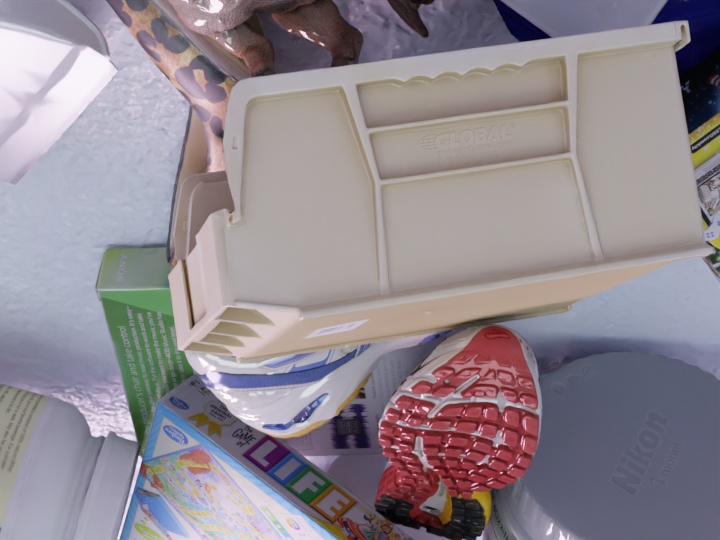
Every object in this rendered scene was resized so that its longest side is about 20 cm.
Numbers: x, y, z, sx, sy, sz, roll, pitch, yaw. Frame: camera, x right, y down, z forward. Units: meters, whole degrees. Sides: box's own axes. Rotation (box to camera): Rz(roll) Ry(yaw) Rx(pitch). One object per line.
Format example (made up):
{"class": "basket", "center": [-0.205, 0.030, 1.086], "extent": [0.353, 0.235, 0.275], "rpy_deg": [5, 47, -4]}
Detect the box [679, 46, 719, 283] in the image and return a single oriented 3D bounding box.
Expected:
{"class": "box", "center": [0.231, -0.074, 0.862], "extent": [0.199, 0.038, 0.137], "rpy_deg": [-36, 130, 8]}

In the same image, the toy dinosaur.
{"class": "toy dinosaur", "center": [-0.047, -0.147, 0.824], "extent": [0.199, 0.136, 0.086], "rpy_deg": [-6, 141, -40]}

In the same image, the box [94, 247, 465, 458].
{"class": "box", "center": [-0.038, 0.046, 1.056], "extent": [0.198, 0.037, 0.145], "rpy_deg": [-2, 135, 4]}

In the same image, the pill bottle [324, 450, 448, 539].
{"class": "pill bottle", "center": [-0.029, 0.199, 1.151], "extent": [0.112, 0.113, 0.200], "rpy_deg": [22, 132, -17]}

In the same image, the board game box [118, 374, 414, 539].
{"class": "board game box", "center": [-0.042, 0.167, 1.044], "extent": [0.199, 0.034, 0.135], "rpy_deg": [35, 130, 18]}

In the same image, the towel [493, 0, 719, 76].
{"class": "towel", "center": [0.135, -0.126, 0.862], "extent": [0.146, 0.050, 0.201], "rpy_deg": [-17, 131, 18]}

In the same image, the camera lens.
{"class": "camera lens", "center": [0.147, 0.166, 1.072], "extent": [0.158, 0.161, 0.201], "rpy_deg": [4, 135, 0]}

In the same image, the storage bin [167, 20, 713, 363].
{"class": "storage bin", "center": [0.022, -0.025, 0.807], "extent": [0.196, 0.095, 0.200], "rpy_deg": [-8, 174, -12]}

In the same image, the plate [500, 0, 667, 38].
{"class": "plate", "center": [0.077, -0.212, 0.757], "extent": [0.199, 0.032, 0.200], "rpy_deg": [33, 123, -4]}

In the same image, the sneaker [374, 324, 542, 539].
{"class": "sneaker", "center": [0.047, 0.070, 0.967], "extent": [0.077, 0.083, 0.200], "rpy_deg": [15, 154, -3]}

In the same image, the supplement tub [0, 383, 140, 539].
{"class": "supplement tub", "center": [-0.235, 0.129, 1.061], "extent": [0.198, 0.146, 0.146], "rpy_deg": [16, 134, -3]}

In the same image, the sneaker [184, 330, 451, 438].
{"class": "sneaker", "center": [0.000, 0.000, 0.936], "extent": [0.200, 0.075, 0.088], "rpy_deg": [-44, 134, 6]}

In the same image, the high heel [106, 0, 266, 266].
{"class": "high heel", "center": [-0.095, -0.071, 0.916], "extent": [0.142, 0.072, 0.200], "rpy_deg": [-31, 131, 27]}

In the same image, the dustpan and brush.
{"class": "dustpan and brush", "center": [-0.225, -0.126, 0.892], "extent": [0.199, 0.058, 0.139], "rpy_deg": [22, 146, -25]}
